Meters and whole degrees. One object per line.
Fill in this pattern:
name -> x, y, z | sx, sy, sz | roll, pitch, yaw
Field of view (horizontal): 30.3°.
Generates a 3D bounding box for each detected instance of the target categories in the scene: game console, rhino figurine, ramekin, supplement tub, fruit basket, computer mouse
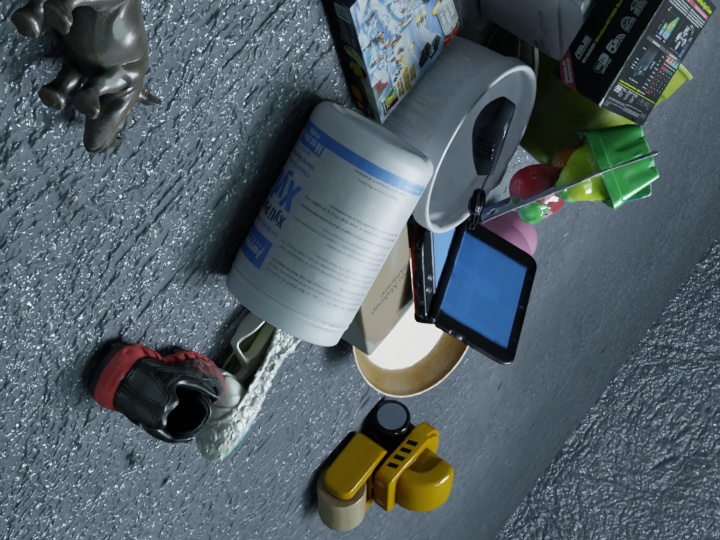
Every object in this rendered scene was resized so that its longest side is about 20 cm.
game console -> 0.137, -0.021, 1.555 | 0.201, 0.117, 0.174 | -69, 160, -48
rhino figurine -> -0.176, -0.145, 0.903 | 0.088, 0.059, 0.201 | -58, 165, -26
ramekin -> 0.089, -0.152, 1.407 | 0.200, 0.105, 0.201 | -46, 157, -26
supplement tub -> -0.029, -0.045, 1.267 | 0.201, 0.131, 0.132 | -61, 158, 10
fruit basket -> 0.228, -0.092, 1.474 | 0.198, 0.094, 0.185 | -28, -176, 6
computer mouse -> 0.123, -0.108, 1.370 | 0.201, 0.034, 0.059 | 101, 10, -54

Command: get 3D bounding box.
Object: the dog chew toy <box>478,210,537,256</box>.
dog chew toy -> 0.175, -0.009, 1.789 | 0.200, 0.124, 0.125 | -48, 159, -40

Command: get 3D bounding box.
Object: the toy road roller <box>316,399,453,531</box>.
toy road roller -> 0.043, 0.298, 1.891 | 0.200, 0.145, 0.123 | -45, 156, -26

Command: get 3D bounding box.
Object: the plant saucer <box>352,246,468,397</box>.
plant saucer -> 0.062, 0.058, 1.656 | 0.198, 0.035, 0.203 | -14, 115, -32

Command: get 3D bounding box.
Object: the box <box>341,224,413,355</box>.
box -> 0.000, 0.000, 1.467 | 0.095, 0.077, 0.201 | -49, 158, -19

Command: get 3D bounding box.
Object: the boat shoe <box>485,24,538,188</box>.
boat shoe -> 0.148, -0.191, 1.519 | 0.060, 0.072, 0.204 | 0, 109, -45

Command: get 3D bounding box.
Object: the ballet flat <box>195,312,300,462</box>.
ballet flat -> -0.123, 0.098, 1.375 | 0.201, 0.071, 0.072 | -58, 159, -9

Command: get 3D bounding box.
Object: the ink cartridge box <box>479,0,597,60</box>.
ink cartridge box -> 0.231, -0.344, 1.387 | 0.201, 0.144, 0.147 | -53, 159, -10

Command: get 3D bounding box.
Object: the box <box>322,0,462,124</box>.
box -> 0.034, -0.244, 1.245 | 0.137, 0.040, 0.200 | -50, 158, -14

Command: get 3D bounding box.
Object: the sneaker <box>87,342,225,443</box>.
sneaker -> -0.169, 0.119, 1.245 | 0.071, 0.097, 0.200 | -59, 160, 4

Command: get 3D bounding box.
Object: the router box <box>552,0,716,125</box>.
router box -> 0.285, -0.238, 1.369 | 0.151, 0.062, 0.200 | -59, 159, 13

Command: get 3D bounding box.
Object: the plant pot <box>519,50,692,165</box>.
plant pot -> 0.256, -0.223, 1.583 | 0.193, 0.200, 0.200 | -49, 161, 13
